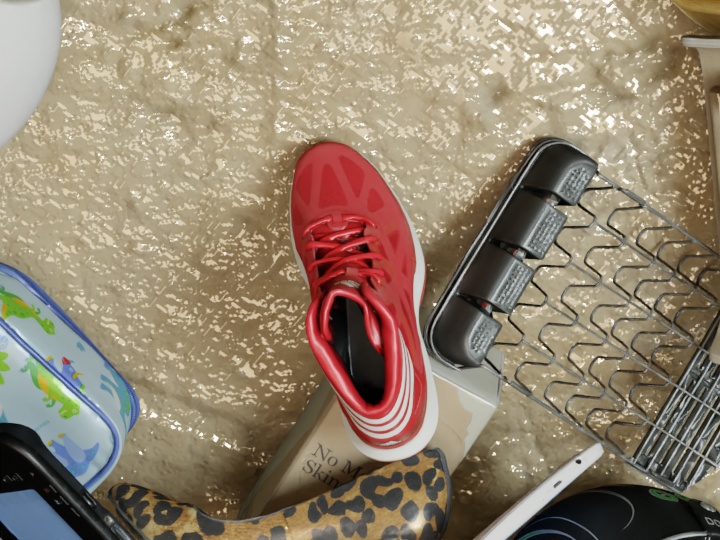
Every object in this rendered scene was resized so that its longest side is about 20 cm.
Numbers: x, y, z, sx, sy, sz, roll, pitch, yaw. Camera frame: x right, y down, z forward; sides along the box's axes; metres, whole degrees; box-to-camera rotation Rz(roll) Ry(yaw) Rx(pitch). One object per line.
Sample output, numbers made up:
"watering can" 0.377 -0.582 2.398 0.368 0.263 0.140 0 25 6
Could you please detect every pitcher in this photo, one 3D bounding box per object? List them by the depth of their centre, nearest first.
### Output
"pitcher" -0.272 -0.120 1.249 0.171 0.121 0.200 37 125 4

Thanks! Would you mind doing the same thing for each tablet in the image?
"tablet" 0.067 0.176 1.307 0.014 0.130 0.200 49 147 8

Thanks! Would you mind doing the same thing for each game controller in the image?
"game controller" -0.177 0.166 1.306 0.104 0.042 0.200 -4 132 53

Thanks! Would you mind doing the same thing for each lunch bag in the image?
"lunch bag" -0.250 0.106 1.362 0.200 0.083 0.161 -40 105 20

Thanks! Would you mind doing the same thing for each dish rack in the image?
"dish rack" 0.156 0.033 1.287 0.200 0.055 0.154 33 88 -17

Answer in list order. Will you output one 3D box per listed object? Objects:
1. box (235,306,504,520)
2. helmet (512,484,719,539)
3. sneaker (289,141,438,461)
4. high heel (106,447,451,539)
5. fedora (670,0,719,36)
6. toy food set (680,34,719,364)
"box" 0.001 0.121 1.351 0.095 0.078 0.200 28 114 -6
"helmet" 0.161 0.233 1.331 0.199 0.191 0.201 1 87 -21
"sneaker" 0.000 0.000 1.226 0.078 0.116 0.201 -18 69 0
"high heel" -0.047 0.137 1.305 0.199 0.071 0.143 28 86 18
"fedora" 0.218 -0.191 1.147 0.200 0.082 0.201 19 129 26
"toy food set" 0.254 -0.035 1.188 0.143 0.060 0.201 5 118 30
